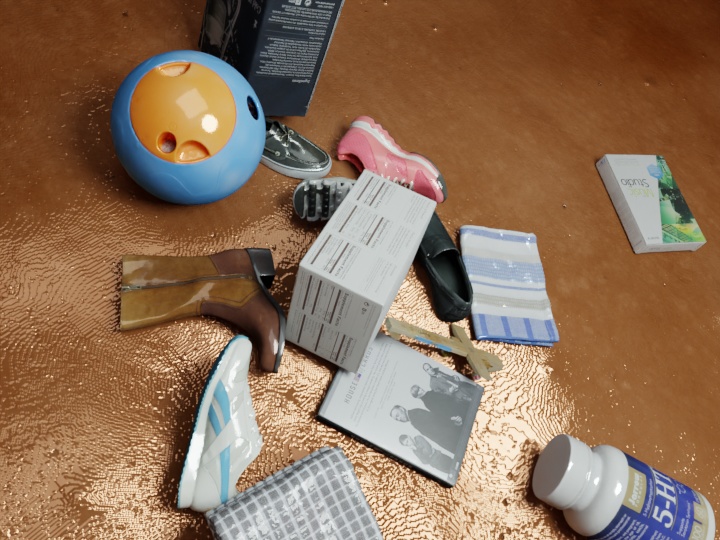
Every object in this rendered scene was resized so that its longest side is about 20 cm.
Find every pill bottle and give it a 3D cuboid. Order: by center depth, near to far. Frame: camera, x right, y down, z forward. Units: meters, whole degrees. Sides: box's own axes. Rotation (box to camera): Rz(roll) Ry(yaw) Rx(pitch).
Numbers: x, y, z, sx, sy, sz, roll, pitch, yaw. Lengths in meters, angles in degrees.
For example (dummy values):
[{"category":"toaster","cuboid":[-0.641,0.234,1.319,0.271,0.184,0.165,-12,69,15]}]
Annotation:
[{"category":"pill bottle","cuboid":[0.333,0.298,0.802,0.199,0.120,0.120,28,57,-2]}]

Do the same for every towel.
[{"category":"towel","cuboid":[-0.052,0.313,0.661,0.165,0.086,0.201,-24,86,-28]},{"category":"towel","cuboid":[0.231,0.020,0.976,0.146,0.024,0.201,7,60,-17]}]

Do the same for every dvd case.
[{"category":"dvd case","cuboid":[0.058,0.176,0.833,0.199,0.025,0.151,28,57,-2]}]

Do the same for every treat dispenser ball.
[{"category":"treat dispenser ball","cuboid":[-0.228,-0.189,0.832,0.200,0.201,0.202,8,60,-14]}]

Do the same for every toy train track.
[{"category":"toy train track","cuboid":[0.114,0.111,0.864,0.199,0.033,0.115,22,25,-26]}]

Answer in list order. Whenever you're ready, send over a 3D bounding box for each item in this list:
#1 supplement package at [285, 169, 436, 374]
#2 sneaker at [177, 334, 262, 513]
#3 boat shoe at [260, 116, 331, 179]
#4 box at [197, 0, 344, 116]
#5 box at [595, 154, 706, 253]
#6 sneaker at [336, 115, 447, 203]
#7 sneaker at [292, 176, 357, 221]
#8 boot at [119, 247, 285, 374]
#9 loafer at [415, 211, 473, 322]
[{"category":"supplement package","cuboid":[0.000,0.000,0.813,0.110,0.156,0.200,26,49,6]},{"category":"sneaker","cuboid":[-0.152,0.176,0.721,0.080,0.076,0.201,15,79,-13]},{"category":"boat shoe","cuboid":[-0.136,-0.201,0.957,0.199,0.057,0.069,20,57,-7]},{"category":"box","cuboid":[-0.143,-0.372,0.936,0.123,0.197,0.200,-9,51,-33]},{"category":"box","cuboid":[0.540,-0.128,1.159,0.143,0.036,0.201,-3,64,-20]},{"category":"sneaker","cuboid":[0.046,-0.158,1.000,0.200,0.074,0.087,38,71,9]},{"category":"sneaker","cuboid":[-0.001,-0.108,0.934,0.199,0.076,0.081,9,21,-8]},{"category":"boot","cuboid":[-0.201,0.053,0.789,0.199,0.069,0.189,-5,66,-19]},{"category":"loafer","cuboid":[0.123,-0.021,0.937,0.068,0.070,0.202,-7,64,-21]}]
